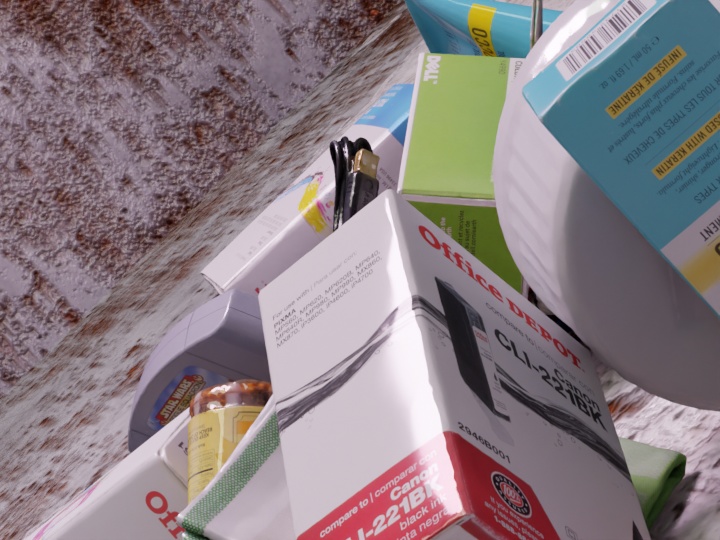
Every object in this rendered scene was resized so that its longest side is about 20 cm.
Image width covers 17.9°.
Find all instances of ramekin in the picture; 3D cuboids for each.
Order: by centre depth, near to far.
[{"bbox_3d":[0.163,-0.035,1.008,0.200,0.200,0.098,-42,17,9],"label":"ramekin"}]

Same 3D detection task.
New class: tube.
[{"bbox_3d":[0.120,-0.128,1.343,0.200,0.077,0.050,14,59,30],"label":"tube"}]

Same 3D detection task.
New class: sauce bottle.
[{"bbox_3d":[-0.056,0.158,1.173,0.066,0.066,0.200,-31,56,50],"label":"sauce bottle"}]

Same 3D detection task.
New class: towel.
[{"bbox_3d":[0.031,0.104,1.051,0.200,0.031,0.149,13,45,24],"label":"towel"}]

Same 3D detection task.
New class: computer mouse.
[{"bbox_3d":[0.000,0.000,1.307,0.044,0.110,0.200,-1,-15,8],"label":"computer mouse"}]

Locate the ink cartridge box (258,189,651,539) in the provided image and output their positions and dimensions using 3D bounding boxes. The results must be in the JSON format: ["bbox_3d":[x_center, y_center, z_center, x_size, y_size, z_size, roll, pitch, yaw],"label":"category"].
[{"bbox_3d":[0.042,0.084,0.934,0.084,0.144,0.200,-39,35,19],"label":"ink cartridge box"}]

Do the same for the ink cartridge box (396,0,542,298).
[{"bbox_3d":[0.062,-0.083,1.270,0.076,0.200,0.148,3,37,6],"label":"ink cartridge box"}]

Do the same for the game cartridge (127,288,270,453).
[{"bbox_3d":[-0.075,0.085,1.484,0.200,0.133,0.042,128,156,-53],"label":"game cartridge"}]

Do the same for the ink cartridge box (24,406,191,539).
[{"bbox_3d":[-0.120,0.191,1.291,0.200,0.145,0.085,-38,5,25],"label":"ink cartridge box"}]

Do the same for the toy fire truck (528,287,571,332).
[{"bbox_3d":[0.140,-0.044,1.406,0.200,0.112,0.168,-35,33,32],"label":"toy fire truck"}]

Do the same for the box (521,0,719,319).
[{"bbox_3d":[0.161,-0.024,0.932,0.082,0.200,0.049,-42,17,9],"label":"box"}]

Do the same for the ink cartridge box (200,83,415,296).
[{"bbox_3d":[0.014,-0.009,1.587,0.200,0.147,0.146,-43,11,-4],"label":"ink cartridge box"}]

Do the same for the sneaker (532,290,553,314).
[{"bbox_3d":[0.144,-0.067,1.286,0.077,0.085,0.200,-76,-10,-68],"label":"sneaker"}]
